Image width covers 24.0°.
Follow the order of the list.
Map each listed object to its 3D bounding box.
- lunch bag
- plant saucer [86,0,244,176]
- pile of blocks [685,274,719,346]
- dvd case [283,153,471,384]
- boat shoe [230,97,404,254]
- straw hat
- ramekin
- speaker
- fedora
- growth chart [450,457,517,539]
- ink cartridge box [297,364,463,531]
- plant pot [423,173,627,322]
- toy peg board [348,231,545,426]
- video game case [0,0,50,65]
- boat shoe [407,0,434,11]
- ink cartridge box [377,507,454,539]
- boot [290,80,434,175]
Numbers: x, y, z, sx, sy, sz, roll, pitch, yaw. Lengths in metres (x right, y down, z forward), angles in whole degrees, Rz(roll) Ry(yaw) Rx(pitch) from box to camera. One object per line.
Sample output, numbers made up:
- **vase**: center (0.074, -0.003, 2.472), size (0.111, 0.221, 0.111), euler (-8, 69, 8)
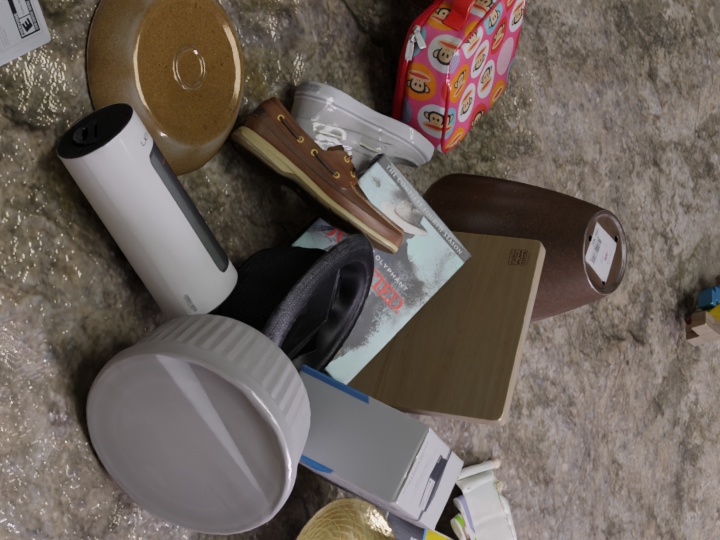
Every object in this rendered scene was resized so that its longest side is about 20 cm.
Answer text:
- **lunch bag**: center (0.112, -0.246, 1.846), size (0.200, 0.082, 0.177), euler (-51, 157, -40)
- **plant saucer**: center (-0.171, -0.189, 1.591), size (0.200, 0.035, 0.201), euler (0, 90, -51)
- **pile of blocks**: center (0.494, 0.052, 2.381), size (0.200, 0.062, 0.082), euler (-17, 87, -55)
- **dvd case**: center (0.000, 0.000, 1.720), size (0.200, 0.022, 0.146), euler (-44, 102, -18)
- **boat shoe**: center (-0.032, -0.093, 1.665), size (0.200, 0.072, 0.068), euler (38, 81, -7)
- **straw hat**: center (-0.048, 0.326, 1.698), size (0.201, 0.085, 0.202), euler (1, 88, -49)
- **ramekin**: center (-0.136, 0.130, 1.515), size (0.094, 0.201, 0.203), euler (-53, 129, -51)
- **speaker**: center (-0.192, -0.051, 1.531), size (0.081, 0.081, 0.200), euler (-54, 128, -35)
- **fedora**: center (-0.073, 0.033, 1.616), size (0.201, 0.091, 0.201), euler (-50, 159, -27)
- **growth chart**: center (0.147, 0.314, 1.930), size (0.144, 0.018, 0.201), euler (5, 69, -56)
- **ink cartridge box**: center (0.008, 0.177, 1.655), size (0.084, 0.145, 0.200), euler (-63, 162, -9)
- **plant pot**: center (0.190, -0.019, 1.898), size (0.186, 0.199, 0.188), euler (0, 90, -50)
- **toy peg board**: center (0.091, 0.068, 1.796), size (0.098, 0.198, 0.201), euler (49, 51, -59)
- **video game case**: center (-0.354, -0.250, 1.382), size (0.182, 0.022, 0.201), euler (-38, 119, -44)
- **boat shoe**: center (0.017, -0.334, 1.798), size (0.200, 0.075, 0.074), euler (42, 75, -45)
- **ink cartridge box**: center (0.051, 0.380, 1.850), size (0.197, 0.047, 0.201), euler (33, 62, -47)
- **boot**: center (-0.007, -0.121, 1.775), size (0.200, 0.073, 0.096), euler (23, 82, -43)
